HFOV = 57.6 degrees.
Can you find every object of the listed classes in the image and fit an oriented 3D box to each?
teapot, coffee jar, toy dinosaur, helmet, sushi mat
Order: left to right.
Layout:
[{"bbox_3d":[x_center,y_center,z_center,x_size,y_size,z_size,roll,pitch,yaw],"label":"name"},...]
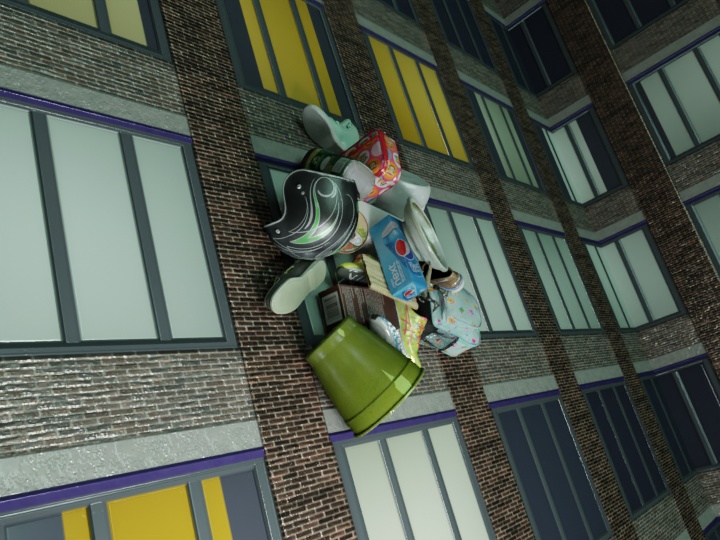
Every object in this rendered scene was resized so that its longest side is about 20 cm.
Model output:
[{"bbox_3d":[-0.105,-0.118,1.428,0.200,0.200,0.191,5,97,-50],"label":"helmet"},{"bbox_3d":[-0.060,-0.236,1.586,0.104,0.200,0.085,33,87,-39],"label":"coffee jar"},{"bbox_3d":[0.071,0.028,1.555,0.200,0.012,0.096,25,39,-48],"label":"sushi mat"},{"bbox_3d":[0.089,-0.195,1.784,0.200,0.146,0.197,19,20,-3],"label":"teapot"},{"bbox_3d":[0.169,0.048,1.601,0.088,0.200,0.047,43,69,7],"label":"toy dinosaur"}]

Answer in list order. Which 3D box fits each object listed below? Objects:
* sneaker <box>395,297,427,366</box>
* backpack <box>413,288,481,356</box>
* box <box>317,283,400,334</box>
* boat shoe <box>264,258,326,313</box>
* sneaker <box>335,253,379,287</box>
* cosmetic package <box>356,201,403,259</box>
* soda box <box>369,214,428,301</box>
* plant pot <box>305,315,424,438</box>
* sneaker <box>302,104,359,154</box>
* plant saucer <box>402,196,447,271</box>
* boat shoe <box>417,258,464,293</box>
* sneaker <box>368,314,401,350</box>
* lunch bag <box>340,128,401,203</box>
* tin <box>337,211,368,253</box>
[{"bbox_3d":[0.126,0.147,1.609,0.078,0.090,0.200,79,-3,-71],"label":"sneaker"},{"bbox_3d":[0.233,0.127,1.729,0.200,0.153,0.176,36,34,-36],"label":"backpack"},{"bbox_3d":[-0.001,0.093,1.519,0.200,0.075,0.100,8,64,-48],"label":"box"},{"bbox_3d":[-0.148,0.032,1.395,0.201,0.060,0.072,-39,133,-53],"label":"boat shoe"},{"bbox_3d":[0.000,0.000,1.585,0.200,0.078,0.090,13,50,-55],"label":"sneaker"},{"bbox_3d":[0.021,-0.101,1.677,0.200,0.085,0.108,19,56,-45],"label":"cosmetic package"},{"bbox_3d":[0.089,-0.031,1.558,0.064,0.068,0.200,21,42,-46],"label":"soda box"},{"bbox_3d":[-0.005,0.204,1.355,0.193,0.200,0.200,47,35,0],"label":"plant pot"},{"bbox_3d":[-0.077,-0.387,1.762,0.200,0.074,0.118,49,42,-33],"label":"sneaker"},{"bbox_3d":[0.147,-0.079,1.584,0.200,0.050,0.200,56,17,-26],"label":"plant saucer"},{"bbox_3d":[0.169,0.001,1.674,0.072,0.200,0.072,51,56,-47],"label":"boat shoe"},{"bbox_3d":[0.045,0.193,1.464,0.087,0.075,0.200,-31,120,-30],"label":"sneaker"},{"bbox_3d":[0.007,-0.263,1.674,0.082,0.200,0.176,27,44,-41],"label":"lunch bag"},{"bbox_3d":[-0.071,-0.123,1.543,0.200,0.112,0.042,41,-5,-3],"label":"tin"}]
